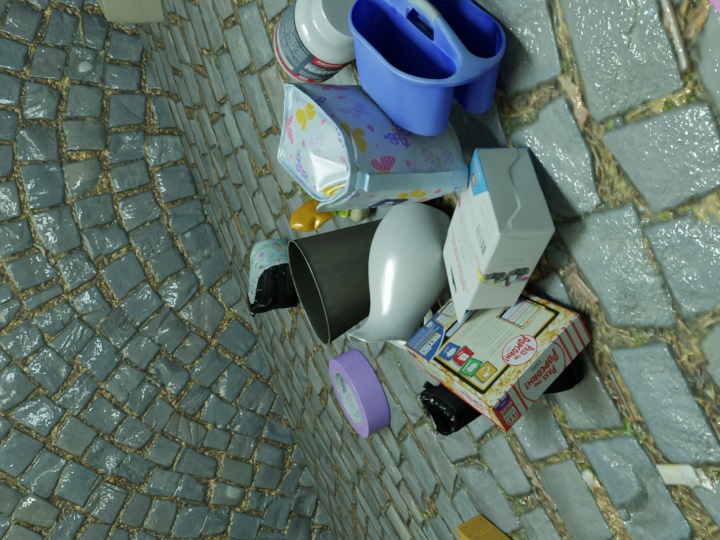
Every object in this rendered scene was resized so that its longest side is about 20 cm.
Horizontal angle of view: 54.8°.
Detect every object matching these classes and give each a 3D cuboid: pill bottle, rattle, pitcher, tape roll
[{"bbox_3d":[-0.047,-0.349,0.994,0.199,0.117,0.123,3,115,69],"label":"pill bottle"},{"bbox_3d":[-0.047,-0.145,1.207,0.200,0.138,0.135,167,99,-77],"label":"rattle"},{"bbox_3d":[0.084,0.022,0.983,0.121,0.168,0.206,-8,64,67],"label":"pitcher"},{"bbox_3d":[-0.004,0.297,1.686,0.201,0.064,0.203,53,155,36],"label":"tape roll"}]

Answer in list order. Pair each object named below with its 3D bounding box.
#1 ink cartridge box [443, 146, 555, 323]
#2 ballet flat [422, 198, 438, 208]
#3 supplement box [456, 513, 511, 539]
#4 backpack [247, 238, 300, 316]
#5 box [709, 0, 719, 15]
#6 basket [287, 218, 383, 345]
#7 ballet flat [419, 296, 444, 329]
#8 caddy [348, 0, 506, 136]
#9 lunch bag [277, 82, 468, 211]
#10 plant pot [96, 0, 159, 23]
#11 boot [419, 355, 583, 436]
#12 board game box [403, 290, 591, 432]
[{"bbox_3d":[0.156,-0.034,0.827,0.202,0.066,0.118,100,164,-57],"label":"ink cartridge box"},{"bbox_3d":[0.071,-0.145,0.983,0.073,0.072,0.204,48,154,41],"label":"ballet flat"},{"bbox_3d":[0.251,0.518,1.241,0.199,0.067,0.068,19,129,63],"label":"supplement box"},{"bbox_3d":[-0.236,0.016,1.873,0.128,0.163,0.202,60,154,31],"label":"backpack"},{"bbox_3d":[0.243,-0.197,0.256,0.098,0.196,0.177,60,160,15],"label":"box"},{"bbox_3d":[0.000,0.000,1.135,0.135,0.196,0.185,31,140,59],"label":"basket"},{"bbox_3d":[0.093,0.040,1.076,0.203,0.068,0.072,61,-172,-23],"label":"ballet flat"},{"bbox_3d":[0.071,-0.247,0.762,0.201,0.139,0.106,53,162,34],"label":"caddy"},{"bbox_3d":[0.010,-0.139,0.826,0.200,0.166,0.130,44,133,47],"label":"lunch bag"},{"bbox_3d":[-0.751,-0.902,2.196,0.201,0.174,0.202,53,157,32],"label":"plant pot"},{"bbox_3d":[0.172,0.150,0.893,0.075,0.160,0.198,64,161,-4],"label":"boot"},{"bbox_3d":[0.162,0.089,0.863,0.047,0.151,0.199,52,170,-28],"label":"board game box"}]
